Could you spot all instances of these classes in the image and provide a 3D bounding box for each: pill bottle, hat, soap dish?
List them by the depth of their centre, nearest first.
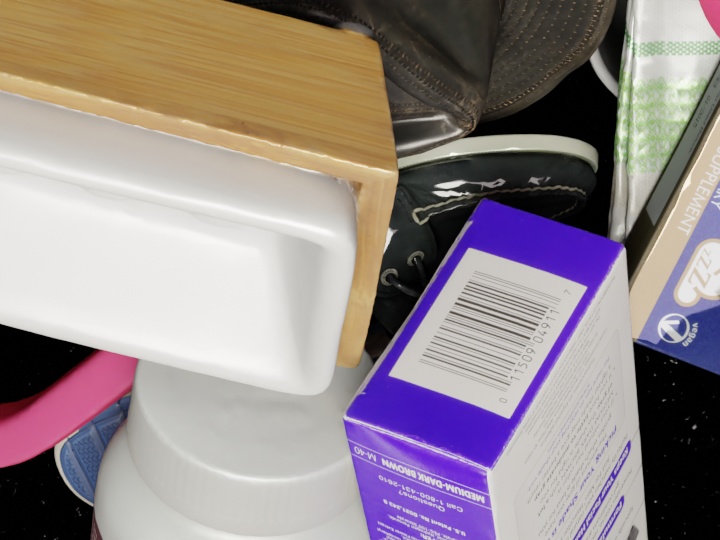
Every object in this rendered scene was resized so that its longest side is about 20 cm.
[{"bbox_3d":[-0.086,-0.037,0.884,0.200,0.081,0.157,15,156,2],"label":"soap dish"},{"bbox_3d":[-0.004,-0.086,0.944,0.200,0.081,0.201,-1,137,-1],"label":"hat"},{"bbox_3d":[-0.050,0.111,1.018,0.109,0.110,0.200,7,134,-6],"label":"pill bottle"}]

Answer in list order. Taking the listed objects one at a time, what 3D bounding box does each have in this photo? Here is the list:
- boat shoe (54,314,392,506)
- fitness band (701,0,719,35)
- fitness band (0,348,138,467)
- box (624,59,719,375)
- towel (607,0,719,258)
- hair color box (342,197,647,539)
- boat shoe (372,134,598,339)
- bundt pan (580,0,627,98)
[{"bbox_3d":[-0.027,0.049,1.095,0.200,0.072,0.072,-13,120,8],"label":"boat shoe"},{"bbox_3d":[0.184,-0.154,0.888,0.144,0.037,0.200,2,114,-38],"label":"fitness band"},{"bbox_3d":[-0.138,-0.006,1.020,0.200,0.037,0.144,-37,93,33],"label":"fitness band"},{"bbox_3d":[0.204,0.002,0.997,0.200,0.032,0.121,21,109,-13],"label":"box"},{"bbox_3d":[0.169,-0.084,0.992,0.149,0.031,0.200,-1,112,-5],"label":"towel"},{"bbox_3d":[0.055,0.081,0.994,0.065,0.109,0.200,19,146,24],"label":"hair color box"},{"bbox_3d":[-0.001,-0.001,1.031,0.199,0.066,0.075,-12,159,7],"label":"boat shoe"},{"bbox_3d":[0.168,-0.145,1.016,0.202,0.076,0.202,-1,115,-2],"label":"bundt pan"}]
